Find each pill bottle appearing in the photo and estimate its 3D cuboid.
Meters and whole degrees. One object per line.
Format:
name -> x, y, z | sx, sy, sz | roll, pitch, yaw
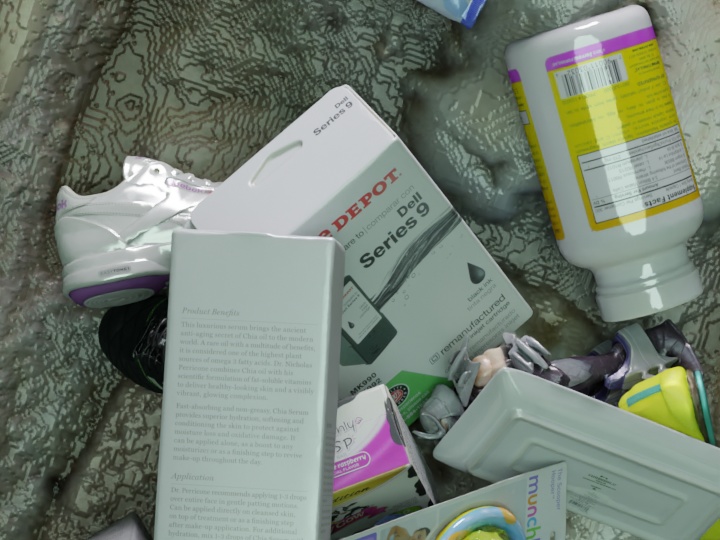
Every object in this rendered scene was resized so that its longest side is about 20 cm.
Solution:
pill bottle -> 0.172, -0.072, 1.588 | 0.103, 0.104, 0.202 | -16, 95, -3

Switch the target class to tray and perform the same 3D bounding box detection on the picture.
tray -> 0.156, 0.133, 1.532 | 0.199, 0.022, 0.108 | 22, 136, -15

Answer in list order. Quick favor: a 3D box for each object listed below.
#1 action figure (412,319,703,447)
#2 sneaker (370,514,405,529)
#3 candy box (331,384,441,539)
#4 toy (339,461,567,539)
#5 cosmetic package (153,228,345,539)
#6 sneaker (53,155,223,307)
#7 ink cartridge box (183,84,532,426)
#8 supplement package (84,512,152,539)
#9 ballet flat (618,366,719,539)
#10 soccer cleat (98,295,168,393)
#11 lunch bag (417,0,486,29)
action figure -> 0.124, 0.082, 1.571 | 0.199, 0.130, 0.070 | -14, 63, -21
sneaker -> -0.039, 0.228, 1.512 | 0.115, 0.080, 0.200 | 44, 112, 36
candy box -> -0.021, 0.153, 1.533 | 0.135, 0.200, 0.061 | -21, 66, 3
toy -> 0.066, 0.202, 1.455 | 0.199, 0.047, 0.116 | -13, 114, -35
cosmetic package -> -0.066, 0.080, 1.405 | 0.101, 0.071, 0.202 | 3, 85, 6
sneaker -> -0.112, -0.041, 1.583 | 0.198, 0.075, 0.100 | -12, 74, -13
ink cartridge box -> 0.000, 0.000, 1.541 | 0.146, 0.084, 0.200 | -42, 131, -1
supplement package -> -0.169, 0.251, 1.534 | 0.116, 0.200, 0.118 | -30, 95, -1
ballet flat -> 0.220, 0.136, 1.590 | 0.067, 0.067, 0.200 | -18, 138, 9
soccer cleat -> -0.109, 0.056, 1.544 | 0.199, 0.081, 0.068 | 22, 83, 37
lunch bag -> 0.052, -0.289, 1.557 | 0.169, 0.124, 0.201 | 28, 99, -5
